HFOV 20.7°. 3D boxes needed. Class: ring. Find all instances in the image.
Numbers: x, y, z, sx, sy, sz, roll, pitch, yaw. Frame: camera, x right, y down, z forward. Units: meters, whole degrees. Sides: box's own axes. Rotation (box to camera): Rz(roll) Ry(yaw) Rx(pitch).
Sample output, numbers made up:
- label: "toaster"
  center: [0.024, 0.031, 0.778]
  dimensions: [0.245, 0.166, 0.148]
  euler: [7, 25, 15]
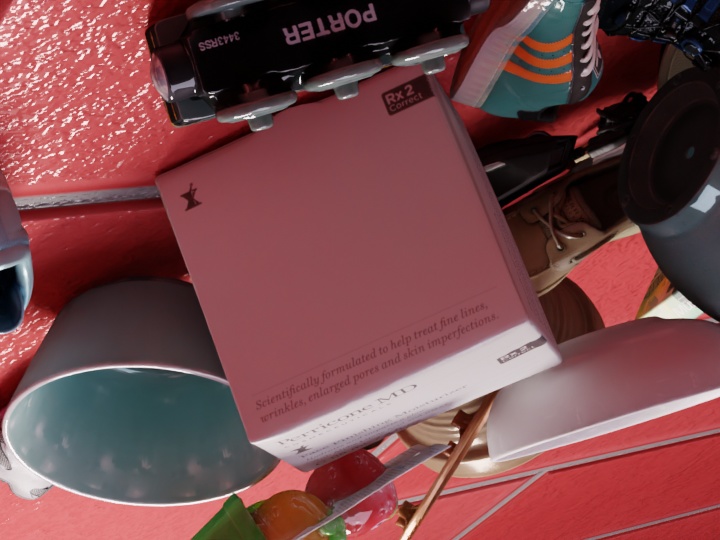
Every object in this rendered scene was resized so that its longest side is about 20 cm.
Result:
- label: "ring"
  center: [0.075, 0.126, 1.482]
  dimensions: [0.201, 0.019, 0.200]
  euler: [-57, 174, -9]

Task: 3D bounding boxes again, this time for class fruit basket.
- label: "fruit basket"
  center: [-0.029, 0.180, 1.382]
  dimensions: [0.200, 0.094, 0.185]
  euler: [-26, 178, -8]

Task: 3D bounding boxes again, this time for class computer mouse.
- label: "computer mouse"
  center: [0.129, -0.086, 1.475]
  dimensions: [0.200, 0.046, 0.140]
  euler: [-31, 175, 24]

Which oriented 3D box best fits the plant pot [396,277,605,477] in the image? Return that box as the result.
- label: "plant pot"
  center: [0.097, 0.064, 1.642]
  dimensions: [0.201, 0.201, 0.093]
  euler: [-29, 129, 14]

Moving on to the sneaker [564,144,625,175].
- label: "sneaker"
  center: [0.263, -0.054, 1.583]
  dimensions: [0.200, 0.116, 0.075]
  euler: [-12, 157, -29]

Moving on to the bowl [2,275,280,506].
- label: "bowl"
  center: [-0.152, 0.078, 1.416]
  dimensions: [0.200, 0.105, 0.201]
  euler: [0, 145, 0]

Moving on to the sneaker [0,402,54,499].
- label: "sneaker"
  center: [-0.235, 0.142, 1.595]
  dimensions: [0.140, 0.078, 0.200]
  euler: [-33, 148, 29]

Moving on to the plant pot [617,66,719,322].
- label: "plant pot"
  center: [0.264, -0.063, 1.358]
  dimensions: [0.134, 0.201, 0.200]
  euler: [24, 136, -25]

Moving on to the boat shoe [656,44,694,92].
- label: "boat shoe"
  center: [0.254, -0.129, 1.471]
  dimensions: [0.072, 0.068, 0.200]
  euler: [-17, 145, 9]

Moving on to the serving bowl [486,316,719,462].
- label: "serving bowl"
  center: [0.178, 0.076, 1.387]
  dimensions: [0.200, 0.066, 0.200]
  euler: [-17, 171, -3]

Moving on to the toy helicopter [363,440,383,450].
- label: "toy helicopter"
  center: [0.039, 0.061, 1.502]
  dimensions: [0.200, 0.132, 0.079]
  euler: [-60, -176, -36]

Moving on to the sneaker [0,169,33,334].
- label: "sneaker"
  center: [-0.245, 0.014, 1.241]
  dimensions: [0.074, 0.082, 0.200]
  euler: [-17, 159, -16]

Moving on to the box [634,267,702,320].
- label: "box"
  center: [0.334, -0.031, 1.733]
  dimensions: [0.200, 0.036, 0.144]
  euler: [-43, -172, 39]

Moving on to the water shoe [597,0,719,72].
- label: "water shoe"
  center: [0.219, -0.173, 1.292]
  dimensions: [0.200, 0.079, 0.072]
  euler: [-11, 156, -32]

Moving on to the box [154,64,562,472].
- label: "box"
  center: [0.000, 0.000, 1.300]
  dimensions: [0.199, 0.200, 0.131]
  euler: [-24, 160, 9]

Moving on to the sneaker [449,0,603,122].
- label: "sneaker"
  center: [0.122, -0.152, 1.212]
  dimensions: [0.080, 0.071, 0.200]
  euler: [18, 156, -9]

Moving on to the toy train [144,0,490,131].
- label: "toy train"
  center: [-0.028, -0.133, 1.103]
  dimensions: [0.200, 0.085, 0.114]
  euler: [-19, -174, -17]

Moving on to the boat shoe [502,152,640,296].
- label: "boat shoe"
  center: [0.151, -0.037, 1.455]
  dimensions: [0.200, 0.072, 0.065]
  euler: [-26, 161, -12]
